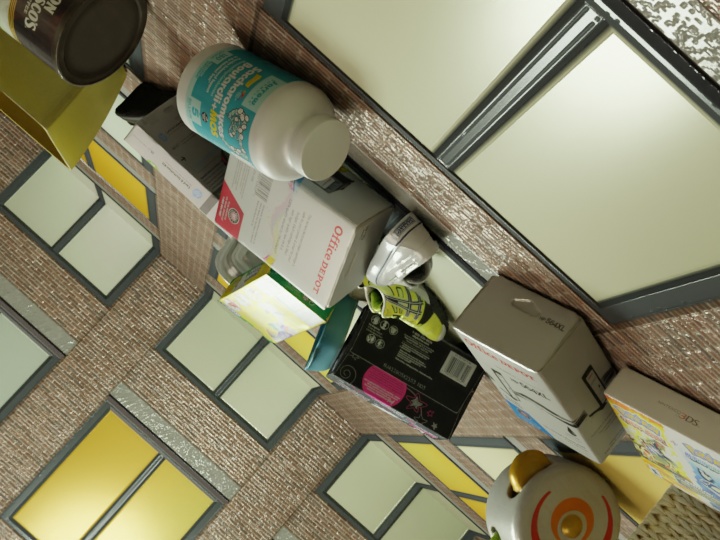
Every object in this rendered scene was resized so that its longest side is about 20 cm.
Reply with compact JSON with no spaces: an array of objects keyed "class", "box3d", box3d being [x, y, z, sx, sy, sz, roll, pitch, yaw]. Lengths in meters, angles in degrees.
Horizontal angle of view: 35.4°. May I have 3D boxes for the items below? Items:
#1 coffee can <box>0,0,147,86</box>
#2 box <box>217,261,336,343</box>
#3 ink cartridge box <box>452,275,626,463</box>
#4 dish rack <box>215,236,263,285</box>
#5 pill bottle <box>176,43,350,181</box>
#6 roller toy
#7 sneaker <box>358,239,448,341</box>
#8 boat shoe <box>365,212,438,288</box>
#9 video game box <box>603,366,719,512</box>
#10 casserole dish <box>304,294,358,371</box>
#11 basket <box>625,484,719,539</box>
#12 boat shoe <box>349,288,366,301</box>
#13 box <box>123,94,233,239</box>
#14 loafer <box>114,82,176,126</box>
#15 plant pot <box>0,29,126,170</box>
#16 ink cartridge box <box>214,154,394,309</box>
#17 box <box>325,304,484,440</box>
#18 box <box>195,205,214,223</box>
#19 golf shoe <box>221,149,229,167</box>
[{"class":"coffee can","box3d":[-0.390,-0.346,1.419,0.200,0.146,0.146,38,167,19]},{"class":"box","box3d":[-0.129,0.047,1.682,0.117,0.048,0.200,40,149,-16]},{"class":"ink cartridge box","box3d":[0.214,0.114,1.296,0.146,0.084,0.200,28,163,48]},{"class":"dish rack","box3d":[-0.139,-0.011,1.828,0.172,0.044,0.200,44,-149,-15]},{"class":"pill bottle","box3d":[-0.103,-0.168,1.236,0.200,0.111,0.111,32,165,36]},{"class":"roller toy","box3d":[0.298,0.377,1.732,0.182,0.200,0.140,8,177,-17]},{"class":"sneaker","box3d":[0.050,0.039,1.565,0.075,0.076,0.200,22,158,53]},{"class":"boat shoe","box3d":[0.055,-0.007,1.395,0.065,0.074,0.200,44,169,7]},{"class":"video game box","box3d":[0.374,0.203,1.208,0.200,0.047,0.182,28,160,47]},{"class":"casserole dish","box3d":[-0.034,0.069,1.707,0.039,0.200,0.121,23,140,-3]},{"class":"basket","box3d":[0.421,0.371,1.367,0.200,0.161,0.198,37,167,23]},{"class":"boat shoe","box3d":[0.000,0.000,1.617,0.074,0.060,0.200,-13,159,26]},{"class":"box","box3d":[-0.213,-0.152,1.579,0.200,0.041,0.156,43,-149,-6]},{"class":"loafer","box3d":[-0.315,-0.237,1.740,0.071,0.073,0.200,49,166,-32]},{"class":"plant pot","box3d":[-0.479,-0.309,1.755,0.200,0.176,0.200,41,168,7]},{"class":"ink cartridge box","box3d":[-0.075,-0.072,1.407,0.200,0.086,0.148,37,133,16]},{"class":"box","box3d":[0.067,0.152,1.703,0.200,0.132,0.115,30,169,-4]},{"class":"box","box3d":[-0.220,-0.124,1.853,0.082,0.068,0.200,43,168,-8]},{"class":"golf shoe","box3d":[-0.116,-0.129,1.505,0.200,0.077,0.088,37,161,20]}]
